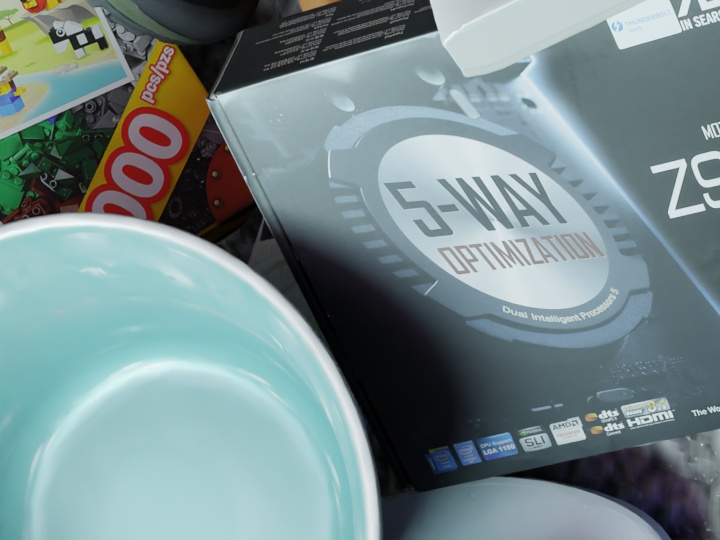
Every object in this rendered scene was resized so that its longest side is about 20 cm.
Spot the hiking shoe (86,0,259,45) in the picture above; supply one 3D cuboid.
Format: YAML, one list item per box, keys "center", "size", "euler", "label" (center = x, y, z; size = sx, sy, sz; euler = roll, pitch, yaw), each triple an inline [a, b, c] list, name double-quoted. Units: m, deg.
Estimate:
- center: [-0.056, -0.150, 0.854]
  size: [0.100, 0.076, 0.200]
  euler: [-7, 139, 16]
  label: "hiking shoe"

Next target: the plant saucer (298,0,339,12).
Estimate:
- center: [0.055, -0.129, 0.846]
  size: [0.200, 0.037, 0.201]
  euler: [-3, 85, 32]
  label: "plant saucer"

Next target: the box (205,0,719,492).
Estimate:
- center: [0.076, -0.023, 0.807]
  size: [0.199, 0.044, 0.161]
  euler: [-13, 120, 22]
  label: "box"

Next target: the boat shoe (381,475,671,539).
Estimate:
- center: [0.017, 0.115, 0.929]
  size: [0.201, 0.086, 0.075]
  euler: [-11, 85, 14]
  label: "boat shoe"

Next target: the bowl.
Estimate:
- center: [-0.074, 0.086, 0.856]
  size: [0.200, 0.105, 0.202]
  euler: [-1, 85, 17]
  label: "bowl"

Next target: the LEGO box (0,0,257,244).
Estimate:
- center: [-0.157, -0.032, 0.934]
  size: [0.149, 0.200, 0.077]
  euler: [56, 166, 1]
  label: "LEGO box"

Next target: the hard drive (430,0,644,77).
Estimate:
- center: [0.064, -0.163, 0.778]
  size: [0.132, 0.026, 0.200]
  euler: [-25, 52, 14]
  label: "hard drive"

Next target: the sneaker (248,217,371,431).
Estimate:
- center: [0.000, 0.000, 0.928]
  size: [0.072, 0.072, 0.200]
  euler: [39, 105, 28]
  label: "sneaker"
